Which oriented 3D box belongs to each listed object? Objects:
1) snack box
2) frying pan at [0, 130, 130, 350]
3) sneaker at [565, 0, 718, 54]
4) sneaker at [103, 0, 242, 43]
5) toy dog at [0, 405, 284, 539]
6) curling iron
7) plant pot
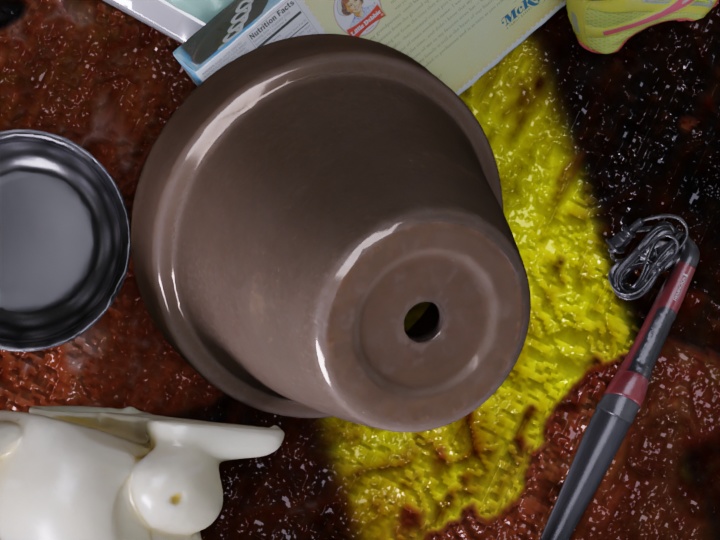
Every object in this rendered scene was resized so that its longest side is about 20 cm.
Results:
[{"bbox_3d":[0.011,-0.133,1.460,0.200,0.037,0.116,-40,123,-6],"label":"snack box"},{"bbox_3d":[-0.206,0.009,1.459,0.190,0.031,0.115,-41,89,3],"label":"frying pan"},{"bbox_3d":[0.183,-0.182,1.490,0.199,0.091,0.078,-26,51,-22],"label":"sneaker"},{"bbox_3d":[-0.120,-0.202,1.461,0.200,0.074,0.119,28,92,-12],"label":"sneaker"},{"bbox_3d":[-0.131,0.172,1.384,0.139,0.193,0.202,3,90,33],"label":"toy dog"},{"bbox_3d":[0.134,0.064,1.493,0.049,0.026,0.201,18,91,18],"label":"curling iron"},{"bbox_3d":[0.000,0.000,1.377,0.199,0.175,0.202,-7,111,-18],"label":"plant pot"}]
